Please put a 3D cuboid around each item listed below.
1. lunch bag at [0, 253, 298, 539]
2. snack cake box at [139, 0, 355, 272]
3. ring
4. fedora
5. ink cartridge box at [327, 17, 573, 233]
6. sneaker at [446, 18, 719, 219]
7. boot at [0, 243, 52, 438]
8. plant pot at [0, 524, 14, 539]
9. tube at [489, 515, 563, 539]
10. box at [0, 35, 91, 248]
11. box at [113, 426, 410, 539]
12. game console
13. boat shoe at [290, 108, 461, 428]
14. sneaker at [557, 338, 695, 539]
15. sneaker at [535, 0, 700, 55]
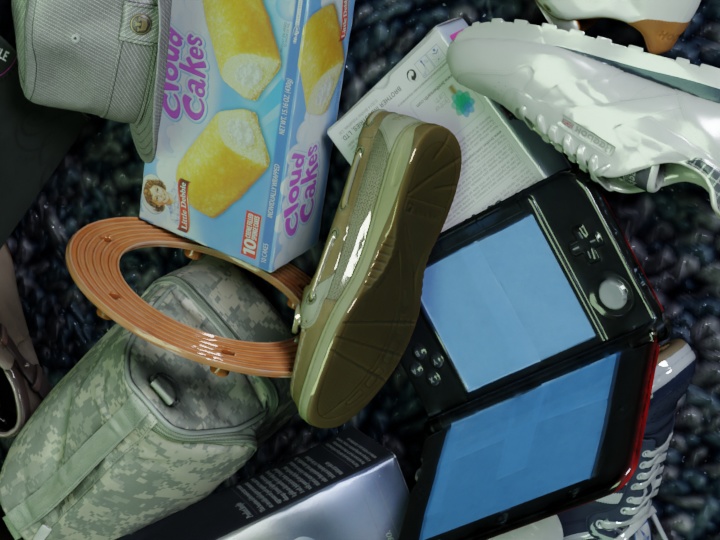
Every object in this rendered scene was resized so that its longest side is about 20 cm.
[{"bbox_3d":[-0.153,0.107,1.382,0.140,0.168,0.200,51,127,5],"label":"lunch bag"},{"bbox_3d":[-0.077,-0.115,1.308,0.114,0.067,0.201,21,118,23],"label":"snack cake box"},{"bbox_3d":[-0.100,0.020,1.293,0.200,0.200,0.019,31,113,19],"label":"ring"},{"bbox_3d":[-0.180,-0.172,1.283,0.177,0.090,0.201,-114,29,-54],"label":"fedora"},{"bbox_3d":[0.079,-0.047,1.254,0.119,0.042,0.201,-39,83,38],"label":"ink cartridge box"},{"bbox_3d":[0.138,-0.092,1.152,0.199,0.076,0.081,17,89,21],"label":"sneaker"},{"bbox_3d":[-0.290,0.028,1.447,0.070,0.146,0.201,-30,105,4],"label":"boot"},{"bbox_3d":[-0.304,0.281,1.552,0.174,0.201,0.201,23,121,2],"label":"plant pot"},{"bbox_3d":[0.081,0.200,1.308,0.078,0.050,0.200,54,157,10],"label":"tube"},{"bbox_3d":[-0.315,-0.080,1.358,0.124,0.149,0.201,29,81,31],"label":"box"},{"bbox_3d":[-0.042,0.244,1.328,0.201,0.197,0.123,68,169,-10],"label":"box"},{"bbox_3d":[0.078,0.060,1.195,0.199,0.118,0.173,-27,92,41],"label":"game console"},{"bbox_3d":[-0.001,-0.001,1.226,0.063,0.073,0.202,21,93,39],"label":"boat shoe"},{"bbox_3d":[0.173,0.134,1.245,0.109,0.070,0.200,50,133,11],"label":"sneaker"},{"bbox_3d":[0.105,-0.185,1.161,0.199,0.073,0.085,26,118,20],"label":"sneaker"}]
